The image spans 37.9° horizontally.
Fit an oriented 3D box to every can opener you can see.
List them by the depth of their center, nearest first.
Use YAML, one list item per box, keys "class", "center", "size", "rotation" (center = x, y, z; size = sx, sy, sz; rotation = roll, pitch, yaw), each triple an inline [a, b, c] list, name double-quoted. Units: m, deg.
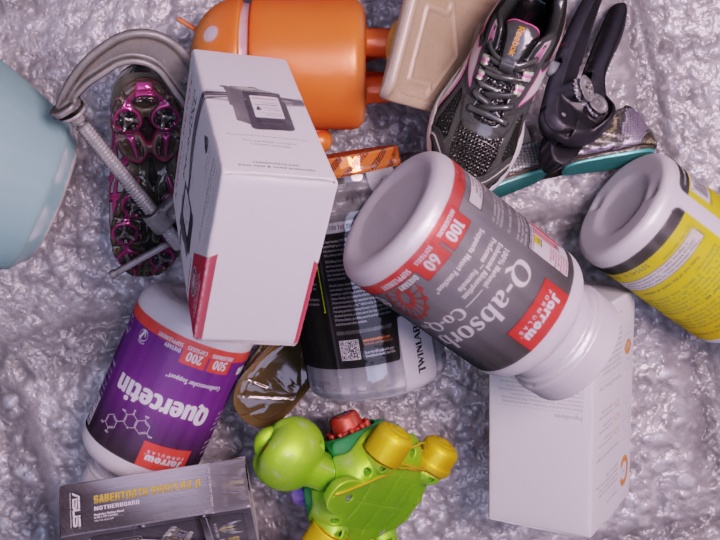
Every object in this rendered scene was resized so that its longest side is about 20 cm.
- class: "can opener"
  center: [0.190, -0.177, 0.908]
  size: [0.063, 0.079, 0.200]
  rotation: [33, 58, -21]

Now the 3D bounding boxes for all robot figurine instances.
- class: "robot figurine"
  center: [-0.061, -0.179, 0.918]
  size: [0.200, 0.117, 0.144]
  rotation: [1, 143, -1]

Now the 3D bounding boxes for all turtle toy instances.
- class: "turtle toy"
  center: [-0.013, 0.187, 0.964]
  size: [0.200, 0.101, 0.146]
  rotation: [26, 101, -47]

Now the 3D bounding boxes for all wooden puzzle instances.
- class: "wooden puzzle"
  center: [0.086, -0.224, 0.894]
  size: [0.046, 0.200, 0.185]
  rotation: [21, 101, 35]

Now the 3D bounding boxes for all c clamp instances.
- class: "c clamp"
  center: [-0.185, -0.097, 0.882]
  size: [0.171, 0.027, 0.200]
  rotation: [-25, 124, 4]

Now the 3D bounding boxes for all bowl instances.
- class: "bowl"
  center: [-0.316, -0.080, 0.908]
  size: [0.105, 0.201, 0.201]
  rotation: [23, 98, -24]

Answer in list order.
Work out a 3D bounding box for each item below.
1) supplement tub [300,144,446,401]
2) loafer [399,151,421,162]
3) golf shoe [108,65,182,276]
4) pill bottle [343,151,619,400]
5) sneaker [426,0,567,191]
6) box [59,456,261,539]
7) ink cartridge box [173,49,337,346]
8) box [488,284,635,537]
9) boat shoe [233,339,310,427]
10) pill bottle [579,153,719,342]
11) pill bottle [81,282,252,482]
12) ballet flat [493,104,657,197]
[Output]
- class: "supplement tub"
  center: [0.000, 0.000, 0.886]
  size: [0.122, 0.123, 0.200]
  rotation: [-9, 99, 1]
- class: "loafer"
  center: [0.064, -0.009, 0.963]
  size: [0.070, 0.070, 0.200]
  rotation: [-28, 94, -39]
- class: "golf shoe"
  center: [-0.193, -0.090, 0.956]
  size: [0.073, 0.092, 0.200]
  rotation: [-1, 121, -15]
- class: "pill bottle"
  center: [0.095, 0.009, 0.798]
  size: [0.200, 0.116, 0.116]
  rotation: [35, 97, -21]
- class: "sneaker"
  center: [0.110, -0.160, 0.830]
  size: [0.080, 0.086, 0.200]
  rotation: [19, 74, 1]
- class: "box"
  center: [-0.171, 0.240, 0.944]
  size: [0.158, 0.200, 0.048]
  rotation: [-9, 57, -6]
- class: "ink cartridge box"
  center: [-0.089, -0.061, 0.801]
  size: [0.083, 0.200, 0.145]
  rotation: [3, 124, -18]
- class: "box"
  center: [0.183, 0.119, 0.950]
  size: [0.097, 0.124, 0.200]
  rotation: [4, 100, 29]
- class: "boat shoe"
  center: [-0.043, 0.059, 0.980]
  size: [0.200, 0.066, 0.074]
  rotation: [-41, 103, -6]
- class: "pill bottle"
  center: [0.306, -0.006, 0.942]
  size: [0.200, 0.114, 0.114]
  rotation: [33, 97, -16]
- class: "pill bottle"
  center: [-0.183, 0.119, 0.965]
  size: [0.112, 0.112, 0.200]
  rotation: [24, 98, -4]
- class: "ballet flat"
  center: [0.167, -0.110, 0.956]
  size: [0.200, 0.072, 0.072]
  rotation: [-15, 99, -6]
